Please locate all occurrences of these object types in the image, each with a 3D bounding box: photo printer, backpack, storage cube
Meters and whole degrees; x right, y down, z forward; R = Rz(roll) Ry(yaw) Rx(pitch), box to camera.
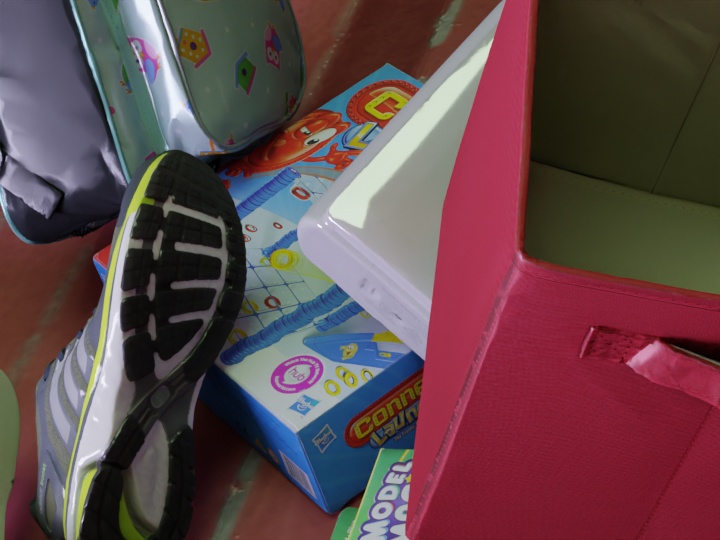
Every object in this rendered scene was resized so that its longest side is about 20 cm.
[{"bbox_3d":[0.095,-0.034,0.925,0.166,0.069,0.200,41,70,5],"label":"photo printer"},{"bbox_3d":[-0.117,-0.124,1.107,0.153,0.177,0.200,-19,7,19],"label":"backpack"},{"bbox_3d":[0.122,-0.002,0.763,0.170,0.180,0.201,11,50,-4],"label":"storage cube"}]

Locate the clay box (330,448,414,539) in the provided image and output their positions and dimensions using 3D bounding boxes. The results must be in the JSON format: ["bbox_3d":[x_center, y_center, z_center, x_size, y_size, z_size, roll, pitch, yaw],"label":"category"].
[{"bbox_3d":[0.064,0.130,0.848,0.199,0.048,0.115,0,42,21],"label":"clay box"}]

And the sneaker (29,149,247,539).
[{"bbox_3d":[-0.113,0.041,0.952,0.081,0.074,0.201,10,84,46],"label":"sneaker"}]

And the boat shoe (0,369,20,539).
[{"bbox_3d":[-0.201,0.135,0.945,0.063,0.071,0.201,-37,38,42],"label":"boat shoe"}]

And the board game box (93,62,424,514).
[{"bbox_3d":[0.000,0.000,1.024,0.195,0.056,0.200,-35,41,-18],"label":"board game box"}]
